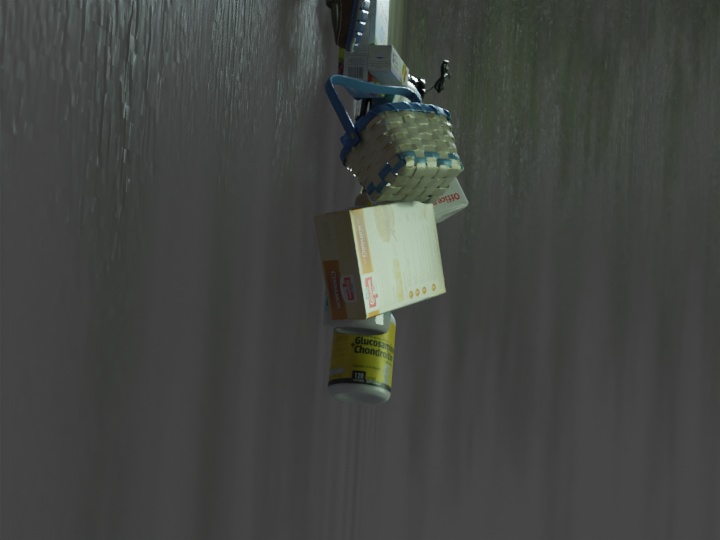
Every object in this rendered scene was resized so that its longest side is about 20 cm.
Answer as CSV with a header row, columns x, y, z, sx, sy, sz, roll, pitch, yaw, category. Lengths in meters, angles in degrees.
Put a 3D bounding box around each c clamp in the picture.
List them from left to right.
x,y,z,sx,sy,sz,roll,pitch,yaw,category
-0.033,-0.443,1.063,0.171,0.027,0.202,84,8,-86,c clamp

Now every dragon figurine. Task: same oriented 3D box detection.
x,y,z,sx,sy,sz,roll,pitch,yaw,category
0.015,-0.362,1.389,0.201,0.058,0.100,85,10,-53,dragon figurine

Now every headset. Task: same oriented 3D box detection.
x,y,z,sx,sy,sz,roll,pitch,yaw,category
0.093,-0.390,1.492,0.123,0.199,0.095,13,93,-48,headset

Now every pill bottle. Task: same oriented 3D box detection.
x,y,z,sx,sy,sz,roll,pitch,yaw,category
0.000,0.000,1.180,0.111,0.110,0.202,70,24,-76,pill bottle
0.005,0.129,1.292,0.112,0.111,0.201,79,15,-68,pill bottle

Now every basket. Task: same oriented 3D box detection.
x,y,z,sx,sy,sz,roll,pitch,yaw,category
0.046,-0.199,1.066,0.139,0.175,0.201,-43,-123,46,basket

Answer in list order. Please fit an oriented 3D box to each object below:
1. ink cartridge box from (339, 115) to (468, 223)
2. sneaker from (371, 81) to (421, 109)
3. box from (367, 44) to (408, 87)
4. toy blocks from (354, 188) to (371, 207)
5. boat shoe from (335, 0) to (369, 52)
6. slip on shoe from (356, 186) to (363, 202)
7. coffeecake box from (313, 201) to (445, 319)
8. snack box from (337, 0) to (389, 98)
x,y,z,sx,sy,sz,roll,pitch,yaw,category
0.076,-0.171,1.251,0.084,0.145,0.201,-32,-100,51,ink cartridge box
0.048,-0.263,1.368,0.076,0.080,0.201,38,-77,47,sneaker
0.048,-0.331,1.193,0.200,0.041,0.039,-23,116,-77,box
0.034,-0.130,1.414,0.137,0.099,0.201,-26,-132,60,toy blocks
-0.022,-0.389,0.939,0.072,0.072,0.202,-65,163,-77,boat shoe
0.023,-0.121,1.564,0.061,0.074,0.201,96,6,-55,slip on shoe
0.034,-0.021,1.081,0.199,0.073,0.155,-14,97,-49,coffeecake box
0.008,-0.411,1.249,0.169,0.067,0.202,-32,124,-81,snack box
